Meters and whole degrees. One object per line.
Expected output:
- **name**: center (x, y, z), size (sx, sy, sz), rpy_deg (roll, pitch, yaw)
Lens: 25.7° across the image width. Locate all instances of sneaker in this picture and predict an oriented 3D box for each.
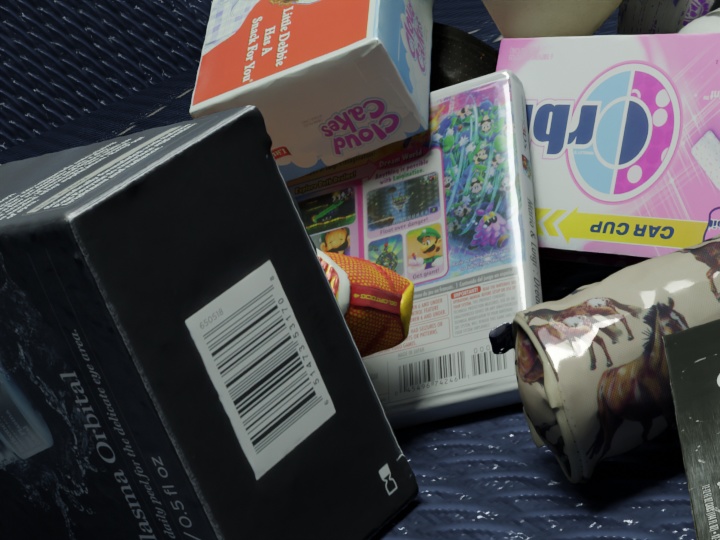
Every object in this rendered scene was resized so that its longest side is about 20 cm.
- **sneaker**: center (-0.054, 0.030, 0.812), size (0.077, 0.073, 0.200), rpy_deg (17, -12, -40)

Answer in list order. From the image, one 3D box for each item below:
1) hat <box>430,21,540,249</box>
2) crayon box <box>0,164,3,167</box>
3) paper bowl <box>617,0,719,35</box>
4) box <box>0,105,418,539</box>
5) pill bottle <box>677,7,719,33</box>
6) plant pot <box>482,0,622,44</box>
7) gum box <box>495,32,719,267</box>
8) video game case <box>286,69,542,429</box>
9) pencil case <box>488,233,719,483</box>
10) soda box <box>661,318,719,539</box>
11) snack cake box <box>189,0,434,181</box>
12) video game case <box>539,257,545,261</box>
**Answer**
- **hat**: center (0.024, -0.044, 0.953), size (0.200, 0.201, 0.081), rpy_deg (-23, -10, -3)
- **crayon box**: center (-0.205, 0.050, 0.852), size (0.052, 0.200, 0.126), rpy_deg (14, 56, 27)
- **paper bowl**: center (0.250, -0.196, 1.026), size (0.201, 0.201, 0.104), rpy_deg (-28, 52, -21)
- **box**: center (-0.110, 0.049, 0.721), size (0.200, 0.197, 0.117), rpy_deg (-7, 22, 45)
- **pill bottle**: center (0.251, -0.111, 0.930), size (0.200, 0.114, 0.114), rpy_deg (-28, 16, -20)
- **plant pot**: center (0.109, -0.231, 0.927), size (0.134, 0.200, 0.200), rpy_deg (-30, 13, 10)
- **gum box**: center (0.156, -0.059, 0.814), size (0.066, 0.114, 0.200), rpy_deg (12, -3, -42)
- **video game case**: center (0.000, 0.000, 0.845), size (0.200, 0.024, 0.182), rpy_deg (-15, 61, 25)
- **pencil case**: center (0.159, 0.018, 0.675), size (0.200, 0.078, 0.089), rpy_deg (-24, -1, -7)
- **soda box**: center (0.148, 0.074, 0.528), size (0.071, 0.063, 0.200), rpy_deg (-18, 16, 13)
- **snack cake box**: center (-0.021, -0.146, 0.897), size (0.115, 0.067, 0.200), rpy_deg (-17, 40, 20)
- **video game case**: center (0.120, -0.053, 1.061), size (0.181, 0.036, 0.200), rpy_deg (-15, 17, 27)
